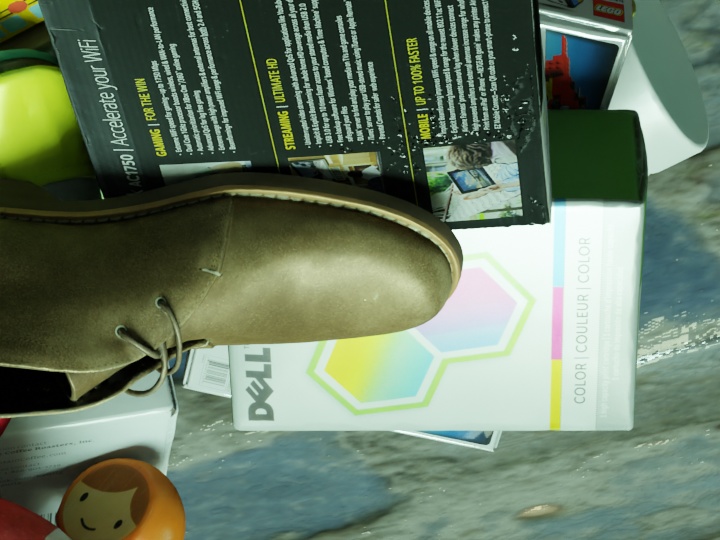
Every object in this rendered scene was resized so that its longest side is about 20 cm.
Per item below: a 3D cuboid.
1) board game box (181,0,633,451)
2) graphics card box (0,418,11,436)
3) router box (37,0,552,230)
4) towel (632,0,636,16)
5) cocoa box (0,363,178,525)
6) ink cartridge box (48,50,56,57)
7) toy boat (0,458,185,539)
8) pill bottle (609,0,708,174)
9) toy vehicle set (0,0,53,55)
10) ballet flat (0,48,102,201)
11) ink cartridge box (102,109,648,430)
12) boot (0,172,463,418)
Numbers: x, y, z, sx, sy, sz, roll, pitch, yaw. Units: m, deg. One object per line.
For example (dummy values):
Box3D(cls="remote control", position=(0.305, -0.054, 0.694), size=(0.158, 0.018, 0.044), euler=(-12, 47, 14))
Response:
Box3D(cls="board game box", position=(0.014, -0.027, 1.102), size=(0.125, 0.035, 0.201), euler=(12, 127, -6))
Box3D(cls="graphics card box", position=(-0.223, 0.010, 1.096), size=(0.199, 0.051, 0.125), euler=(30, 174, 2))
Box3D(cls="router box", position=(-0.018, -0.078, 0.924), size=(0.148, 0.051, 0.200), euler=(-4, 151, 4))
Box3D(cls="towel", position=(0.009, -0.049, 1.123), size=(0.143, 0.023, 0.201), euler=(14, 127, -8))
Box3D(cls="cocoa box", position=(-0.187, 0.040, 1.238), size=(0.199, 0.132, 0.134), euler=(-8, 154, -12))
Box3D(cls="ink cartridge box", position=(-0.183, -0.104, 1.022), size=(0.144, 0.085, 0.200), euler=(-21, 152, 12))
Box3D(cls="toy boat", position=(-0.121, 0.129, 1.181), size=(0.131, 0.130, 0.200), euler=(-49, 174, -13))
Box3D(cls="pill bottle", position=(0.034, -0.045, 1.207), size=(0.199, 0.112, 0.111), euler=(-26, 151, 20))
Box3D(cls="toy vehicle set", position=(-0.191, -0.075, 0.948), size=(0.199, 0.027, 0.124), euler=(-25, 150, 15))
Box3D(cls="ballet flat", position=(-0.113, -0.016, 1.035), size=(0.066, 0.067, 0.200), euler=(-21, 169, -12))
Box3D(cls="ink cartridge box", position=(0.000, 0.000, 1.063), size=(0.199, 0.059, 0.104), euler=(1, 128, 2))
Box3D(cls="boot", position=(-0.065, 0.015, 0.957), size=(0.199, 0.076, 0.074), euler=(-1, 137, -3))
